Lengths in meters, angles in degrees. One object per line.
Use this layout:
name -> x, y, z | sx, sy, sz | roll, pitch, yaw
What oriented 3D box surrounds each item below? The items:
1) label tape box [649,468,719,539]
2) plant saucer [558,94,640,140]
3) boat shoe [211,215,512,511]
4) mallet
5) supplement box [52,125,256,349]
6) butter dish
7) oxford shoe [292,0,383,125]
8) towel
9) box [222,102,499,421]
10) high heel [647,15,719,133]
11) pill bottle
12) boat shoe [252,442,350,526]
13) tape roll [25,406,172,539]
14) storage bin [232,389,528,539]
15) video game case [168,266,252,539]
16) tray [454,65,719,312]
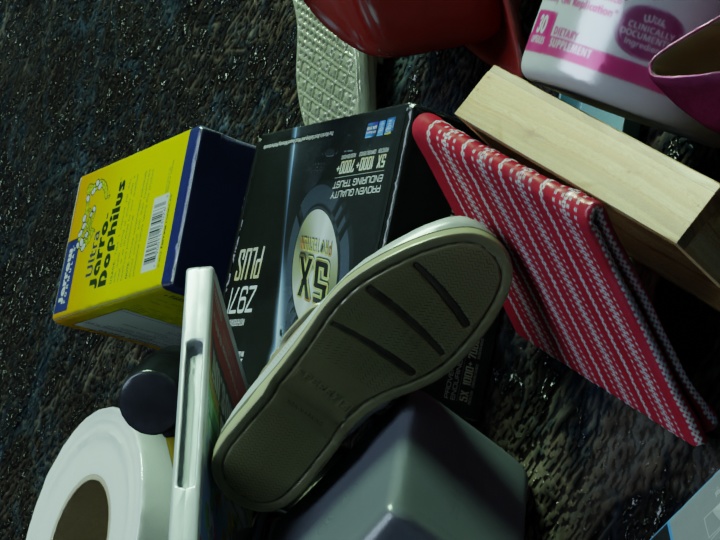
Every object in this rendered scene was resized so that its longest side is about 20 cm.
label tape box -> 0.181, 0.174, 0.953 | 0.143, 0.066, 0.201 | -51, 32, 36
plant saucer -> 0.138, -0.129, 1.268 | 0.070, 0.019, 0.201 | -11, 65, 60
boat shoe -> -0.002, 0.038, 1.214 | 0.200, 0.075, 0.068 | -41, 16, 20
mallet -> -0.097, 0.144, 1.316 | 0.066, 0.041, 0.201 | -16, -82, -77
supplement box -> -0.113, -0.015, 1.574 | 0.200, 0.108, 0.110 | -15, 61, 59
butter dish -> -0.005, -0.205, 1.371 | 0.200, 0.147, 0.200 | -129, 22, -59
oxford shoe -> -0.008, -0.157, 1.526 | 0.075, 0.058, 0.201 | -26, 67, 47
towel -> 0.098, -0.001, 1.159 | 0.022, 0.145, 0.200 | -35, 26, -10
box -> 0.000, 0.000, 1.377 | 0.200, 0.086, 0.165 | -4, 72, 61
high heel -> 0.218, -0.123, 1.025 | 0.200, 0.096, 0.068 | -40, 41, 47
pill bottle -> 0.162, -0.171, 1.140 | 0.113, 0.113, 0.201 | 26, 97, 63
boat shoe -> -0.048, 0.194, 1.370 | 0.201, 0.071, 0.063 | -61, 40, 13
tape roll -> -0.163, 0.198, 1.587 | 0.202, 0.070, 0.203 | -40, 40, 46
storage bin -> 0.021, 0.161, 1.184 | 0.134, 0.145, 0.200 | -50, 8, 19
video game case -> -0.079, 0.119, 1.275 | 0.143, 0.017, 0.201 | 78, -170, -50
tray -> 0.132, -0.032, 1.108 | 0.037, 0.099, 0.200 | -51, 34, -2
